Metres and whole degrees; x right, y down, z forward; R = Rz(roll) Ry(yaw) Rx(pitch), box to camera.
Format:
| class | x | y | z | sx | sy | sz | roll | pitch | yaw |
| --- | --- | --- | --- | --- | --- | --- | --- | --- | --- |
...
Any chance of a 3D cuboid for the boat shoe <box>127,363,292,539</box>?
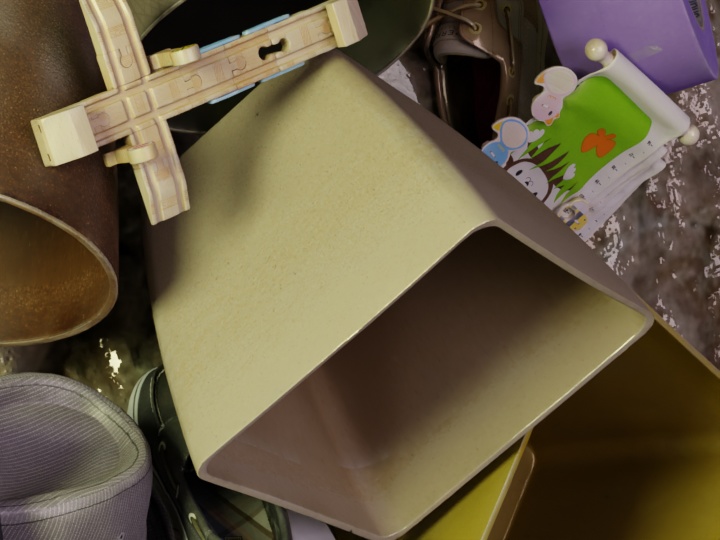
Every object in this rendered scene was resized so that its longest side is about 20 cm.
| class | x | y | z | sx | sy | sz | roll | pitch | yaw |
| --- | --- | --- | --- | --- | --- | --- | --- | --- | --- |
| boat shoe | -0.075 | 0.110 | 1.351 | 0.068 | 0.200 | 0.057 | -2 | 129 | -22 |

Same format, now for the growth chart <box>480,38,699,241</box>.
| class | x | y | z | sx | sy | sz | roll | pitch | yaw |
| --- | --- | --- | --- | --- | --- | --- | --- | --- | --- |
| growth chart | 0.117 | -0.049 | 1.562 | 0.144 | 0.018 | 0.200 | 24 | 115 | -42 |

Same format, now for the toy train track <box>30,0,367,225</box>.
| class | x | y | z | sx | sy | sz | roll | pitch | yaw |
| --- | --- | --- | --- | --- | --- | --- | --- | --- | --- |
| toy train track | -0.069 | -0.095 | 1.230 | 0.200 | 0.032 | 0.115 | -26 | 105 | -36 |

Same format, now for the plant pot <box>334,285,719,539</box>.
| class | x | y | z | sx | sy | sz | roll | pitch | yaw |
| --- | --- | --- | --- | --- | --- | --- | --- | --- | --- |
| plant pot | 0.104 | 0.135 | 1.518 | 0.200 | 0.176 | 0.201 | 40 | 62 | -33 |

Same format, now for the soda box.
| class | x | y | z | sx | sy | sz | roll | pitch | yaw |
| --- | --- | --- | --- | --- | --- | --- | --- | --- | --- |
| soda box | 0.035 | 0.045 | 1.460 | 0.064 | 0.068 | 0.200 | 38 | 103 | -26 |

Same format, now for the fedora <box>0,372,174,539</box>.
| class | x | y | z | sx | sy | sz | roll | pitch | yaw |
| --- | --- | --- | --- | --- | --- | --- | --- | --- | --- |
| fedora | -0.180 | 0.118 | 1.269 | 0.199 | 0.177 | 0.091 | -15 | 141 | -36 |

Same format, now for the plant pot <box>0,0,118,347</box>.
| class | x | y | z | sx | sy | sz | roll | pitch | yaw |
| --- | --- | --- | --- | --- | --- | --- | --- | --- | --- |
| plant pot | -0.203 | -0.090 | 1.283 | 0.187 | 0.186 | 0.201 | 27 | 56 | -37 |

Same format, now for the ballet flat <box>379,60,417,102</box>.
| class | x | y | z | sx | sy | sz | roll | pitch | yaw |
| --- | --- | --- | --- | --- | --- | --- | --- | --- | --- |
| ballet flat | 0.018 | -0.047 | 1.531 | 0.072 | 0.072 | 0.201 | 8 | 81 | -41 |

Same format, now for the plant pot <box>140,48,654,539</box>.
| class | x | y | z | sx | sy | sz | roll | pitch | yaw |
| --- | --- | --- | --- | --- | --- | --- | --- | --- | --- |
| plant pot | 0.000 | 0.000 | 1.338 | 0.200 | 0.200 | 0.177 | 28 | 25 | -55 |

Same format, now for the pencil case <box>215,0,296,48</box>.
| class | x | y | z | sx | sy | sz | roll | pitch | yaw |
| --- | --- | --- | --- | --- | --- | --- | --- | --- | --- |
| pencil case | -0.042 | -0.195 | 1.475 | 0.090 | 0.094 | 0.201 | 20 | 69 | 1 |

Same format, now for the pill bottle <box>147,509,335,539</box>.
| class | x | y | z | sx | sy | sz | roll | pitch | yaw |
| --- | --- | --- | --- | --- | --- | --- | --- | --- | --- |
| pill bottle | -0.105 | 0.194 | 1.373 | 0.200 | 0.111 | 0.112 | -22 | 101 | -40 |

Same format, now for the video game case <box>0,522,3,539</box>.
| class | x | y | z | sx | sy | sz | roll | pitch | yaw |
| --- | --- | --- | --- | --- | --- | --- | --- | --- | --- |
| video game case | -0.252 | 0.156 | 1.209 | 0.025 | 0.180 | 0.201 | -13 | 96 | -70 |

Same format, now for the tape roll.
| class | x | y | z | sx | sy | sz | roll | pitch | yaw |
| --- | --- | --- | --- | --- | --- | --- | --- | --- | --- |
| tape roll | 0.157 | -0.204 | 1.585 | 0.200 | 0.085 | 0.201 | -17 | 90 | -77 |

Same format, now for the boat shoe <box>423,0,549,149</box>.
| class | x | y | z | sx | sy | sz | roll | pitch | yaw |
| --- | --- | --- | --- | --- | --- | --- | --- | --- | --- |
| boat shoe | 0.075 | -0.144 | 1.582 | 0.066 | 0.074 | 0.201 | -16 | 97 | -45 |

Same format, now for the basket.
| class | x | y | z | sx | sy | sz | roll | pitch | yaw |
| --- | --- | --- | --- | --- | --- | --- | --- | --- | --- |
| basket | -0.080 | -0.194 | 1.358 | 0.180 | 0.136 | 0.201 | -13 | 57 | -23 |
